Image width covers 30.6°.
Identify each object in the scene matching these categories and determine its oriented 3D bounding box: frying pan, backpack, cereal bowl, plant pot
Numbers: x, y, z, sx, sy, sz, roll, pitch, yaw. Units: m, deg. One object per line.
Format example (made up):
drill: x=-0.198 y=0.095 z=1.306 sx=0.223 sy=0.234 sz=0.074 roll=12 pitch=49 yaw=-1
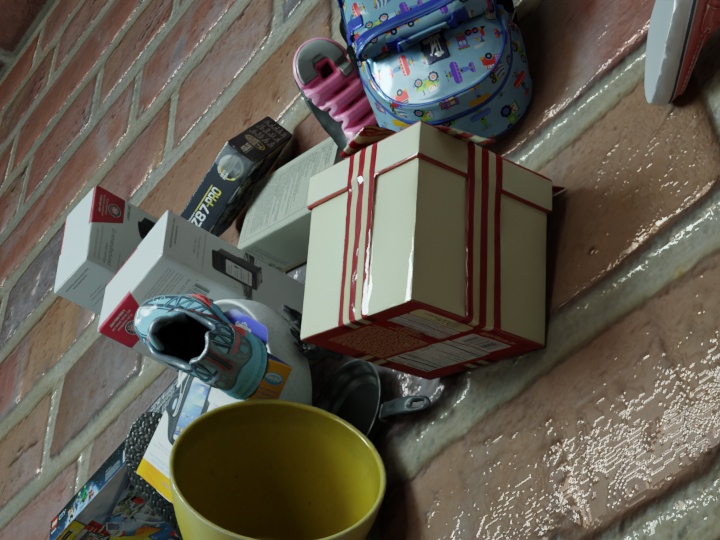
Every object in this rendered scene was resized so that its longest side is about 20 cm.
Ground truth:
frying pan: x=0.012 y=0.127 z=1.294 sx=0.190 sy=0.031 sz=0.116 roll=-36 pitch=40 yaw=37
backpack: x=0.076 y=-0.222 z=1.327 sx=0.181 sy=0.135 sz=0.201 roll=-18 pitch=58 yaw=10
cereal bowl: x=-0.114 y=0.130 z=1.426 sx=0.199 sy=0.083 sz=0.202 roll=-5 pitch=84 yaw=52
plant pot: x=-0.083 y=0.238 z=1.228 sx=0.201 sy=0.198 sz=0.143 roll=-110 pitch=24 yaw=-55

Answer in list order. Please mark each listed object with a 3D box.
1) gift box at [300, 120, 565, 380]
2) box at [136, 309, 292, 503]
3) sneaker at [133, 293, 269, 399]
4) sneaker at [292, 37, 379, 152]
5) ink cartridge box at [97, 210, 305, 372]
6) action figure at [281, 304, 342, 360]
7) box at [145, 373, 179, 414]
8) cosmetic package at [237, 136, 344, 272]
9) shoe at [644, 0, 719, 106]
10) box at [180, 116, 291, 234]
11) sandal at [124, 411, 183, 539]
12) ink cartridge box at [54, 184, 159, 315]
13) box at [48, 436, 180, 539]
gift box: x=0.073 y=-0.023 z=1.168 sx=0.199 sy=0.184 sz=0.188 roll=-19 pitch=59 yaw=44
box: x=-0.145 y=0.143 z=1.335 sx=0.119 sy=0.041 sz=0.201 roll=26 pitch=89 yaw=48
sneaker: x=-0.175 y=0.058 z=1.304 sx=0.199 sy=0.095 sz=0.080 roll=20 pitch=82 yaw=47
sneaker: x=-0.009 y=-0.160 z=1.440 sx=0.079 sy=0.201 sz=0.095 roll=-35 pitch=7 yaw=-15
ink cartridge box: x=-0.179 y=0.045 z=1.520 sx=0.145 sy=0.199 sz=0.084 roll=-46 pitch=28 yaw=30
action figure: x=0.000 y=0.000 z=1.343 sx=0.200 sy=0.102 sz=0.119 roll=-46 pitch=21 yaw=17
box: x=-0.221 y=0.206 z=1.616 sx=0.200 sy=0.049 sz=0.162 roll=-47 pitch=30 yaw=30
cosmetic package: x=-0.058 y=-0.078 z=1.551 sx=0.199 sy=0.073 sz=0.104 roll=-22 pitch=47 yaw=52
shoe: x=0.294 y=-0.224 z=1.071 sx=0.072 sy=0.090 sz=0.202 roll=-88 pitch=5 yaw=-60
box: x=-0.169 y=-0.107 z=1.694 sx=0.162 sy=0.049 sz=0.200 roll=-52 pitch=1 yaw=20
sandal: x=-0.186 y=0.244 z=1.409 sx=0.075 sy=0.201 sz=0.048 roll=-34 pitch=-8 yaw=0
ink cartridge box: x=-0.299 y=-0.001 z=1.769 sx=0.083 sy=0.199 sz=0.146 roll=-41 pitch=35 yaw=31
box: x=-0.251 y=0.272 z=1.513 sx=0.200 sy=0.136 sz=0.038 roll=-46 pitch=34 yaw=30
